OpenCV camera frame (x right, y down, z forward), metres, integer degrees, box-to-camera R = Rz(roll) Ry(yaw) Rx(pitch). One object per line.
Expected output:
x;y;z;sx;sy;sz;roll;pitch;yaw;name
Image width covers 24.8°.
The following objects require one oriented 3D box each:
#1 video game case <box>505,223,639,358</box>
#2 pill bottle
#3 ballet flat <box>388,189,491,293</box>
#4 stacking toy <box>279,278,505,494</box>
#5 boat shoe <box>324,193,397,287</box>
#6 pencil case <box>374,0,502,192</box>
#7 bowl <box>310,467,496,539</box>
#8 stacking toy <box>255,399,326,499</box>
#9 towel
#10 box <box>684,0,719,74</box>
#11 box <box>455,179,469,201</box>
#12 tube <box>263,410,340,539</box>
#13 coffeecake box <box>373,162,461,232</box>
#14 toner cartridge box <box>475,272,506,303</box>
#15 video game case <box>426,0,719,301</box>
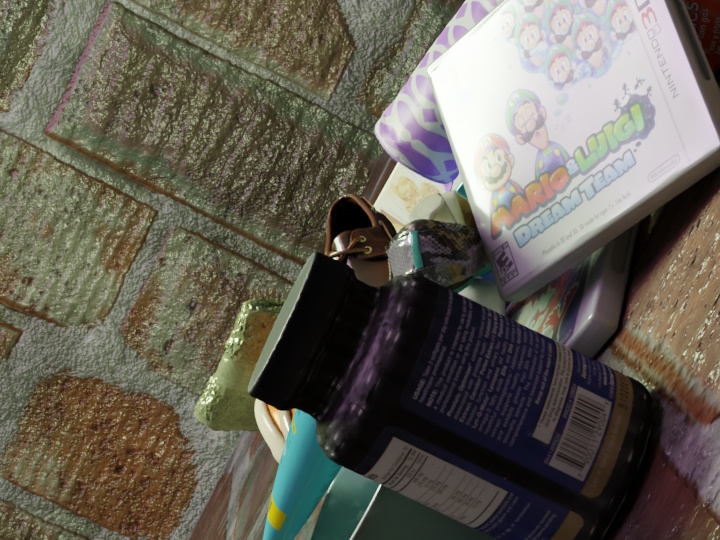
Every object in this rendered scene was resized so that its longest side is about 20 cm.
0.137;0.029;1.143;0.200;0.023;0.183;-58;8;46;video game case
0.046;0.070;0.880;0.112;0.200;0.112;-63;6;11;pill bottle
0.066;-0.022;1.140;0.072;0.072;0.200;-62;-11;13;ballet flat
0.046;0.083;1.258;0.200;0.146;0.146;-50;11;23;stacking toy
0.000;0.000;1.272;0.070;0.070;0.200;-32;21;7;boat shoe
0.096;-0.161;1.308;0.200;0.085;0.084;-50;31;22;pencil case
0.052;0.133;1.038;0.201;0.105;0.201;-62;6;11;bowl
0.020;0.100;1.424;0.200;0.146;0.146;-46;10;12;stacking toy
-0.047;0.093;1.524;0.037;0.200;0.149;50;123;46;towel
0.223;-0.226;1.117;0.096;0.099;0.200;-58;7;45;box
0.135;-0.084;1.206;0.049;0.082;0.200;-55;0;27;box
-0.027;0.113;1.053;0.078;0.050;0.200;-59;-6;-51;tube
0.102;-0.097;1.459;0.153;0.073;0.200;-22;-32;-52;coffeecake box
0.121;-0.032;1.338;0.095;0.043;0.200;-62;-1;33;toner cartridge box
0.133;-0.105;1.037;0.200;0.024;0.183;-38;60;42;video game case
